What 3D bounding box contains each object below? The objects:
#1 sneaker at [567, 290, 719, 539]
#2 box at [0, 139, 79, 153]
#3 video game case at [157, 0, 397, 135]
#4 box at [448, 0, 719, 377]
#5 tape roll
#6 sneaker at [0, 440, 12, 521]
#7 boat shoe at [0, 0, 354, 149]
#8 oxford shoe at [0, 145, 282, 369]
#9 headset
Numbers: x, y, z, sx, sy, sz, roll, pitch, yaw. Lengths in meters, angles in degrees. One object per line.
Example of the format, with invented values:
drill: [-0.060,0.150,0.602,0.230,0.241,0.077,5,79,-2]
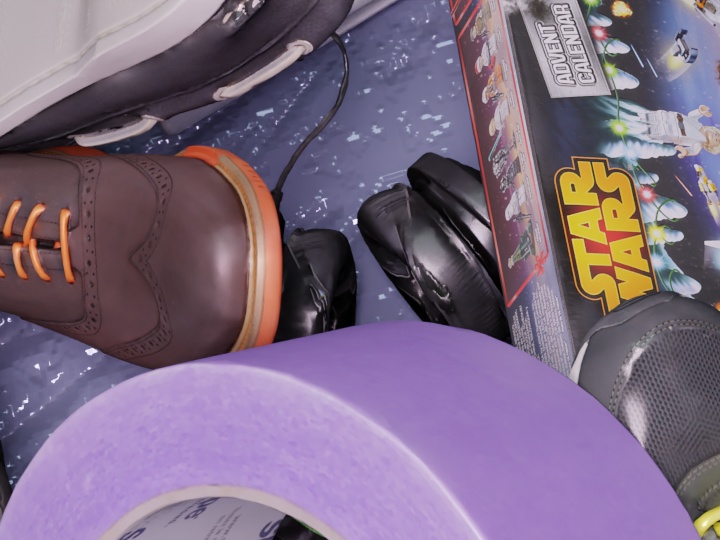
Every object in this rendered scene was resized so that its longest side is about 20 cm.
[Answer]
sneaker: [0.121,0.096,0.636,0.074,0.085,0.200,-28,98,-15]
box: [-0.203,-0.091,0.876,0.161,0.049,0.200,-25,60,0]
video game case: [-0.046,-0.175,0.875,0.182,0.024,0.200,-32,74,-8]
box: [0.107,-0.026,0.745,0.137,0.040,0.200,3,58,-21]
tape roll: [-0.005,0.117,0.637,0.200,0.085,0.201,6,100,37]
sneaker: [-0.164,0.019,0.746,0.075,0.079,0.200,-22,84,-1]
boat shoe: [-0.080,-0.074,0.748,0.200,0.060,0.074,-20,59,48]
oxford shoe: [-0.088,-0.003,0.736,0.072,0.200,0.071,-1,94,-30]
headset: [0.000,0.000,0.758,0.123,0.094,0.200,-20,68,1]
